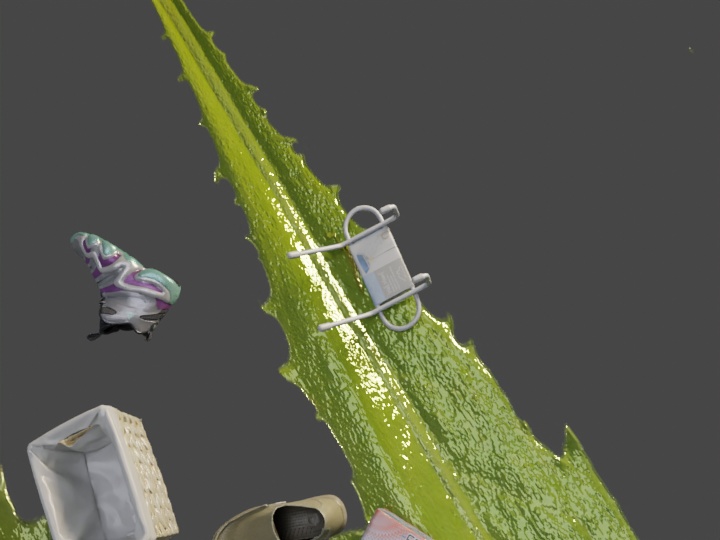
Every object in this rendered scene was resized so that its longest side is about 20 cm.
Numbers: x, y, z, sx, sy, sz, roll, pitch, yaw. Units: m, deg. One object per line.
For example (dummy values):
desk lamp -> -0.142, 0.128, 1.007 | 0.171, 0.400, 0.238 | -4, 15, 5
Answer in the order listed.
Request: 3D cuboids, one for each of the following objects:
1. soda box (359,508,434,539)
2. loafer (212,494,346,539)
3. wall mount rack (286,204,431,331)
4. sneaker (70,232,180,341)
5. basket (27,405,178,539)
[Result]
soda box -> 0.091, 0.392, 1.159 | 0.198, 0.064, 0.069 | 29, 83, 18
loafer -> -0.118, 0.351, 1.210 | 0.196, 0.068, 0.077 | -21, 73, 6
wall mount rack -> 0.000, 0.000, 1.271 | 0.171, 0.075, 0.203 | -27, 71, 4
sneaker -> -0.384, 0.037, 1.341 | 0.197, 0.078, 0.142 | 27, 82, 17
basket -> -0.355, 0.310, 1.242 | 0.134, 0.123, 0.203 | -26, 71, 5
